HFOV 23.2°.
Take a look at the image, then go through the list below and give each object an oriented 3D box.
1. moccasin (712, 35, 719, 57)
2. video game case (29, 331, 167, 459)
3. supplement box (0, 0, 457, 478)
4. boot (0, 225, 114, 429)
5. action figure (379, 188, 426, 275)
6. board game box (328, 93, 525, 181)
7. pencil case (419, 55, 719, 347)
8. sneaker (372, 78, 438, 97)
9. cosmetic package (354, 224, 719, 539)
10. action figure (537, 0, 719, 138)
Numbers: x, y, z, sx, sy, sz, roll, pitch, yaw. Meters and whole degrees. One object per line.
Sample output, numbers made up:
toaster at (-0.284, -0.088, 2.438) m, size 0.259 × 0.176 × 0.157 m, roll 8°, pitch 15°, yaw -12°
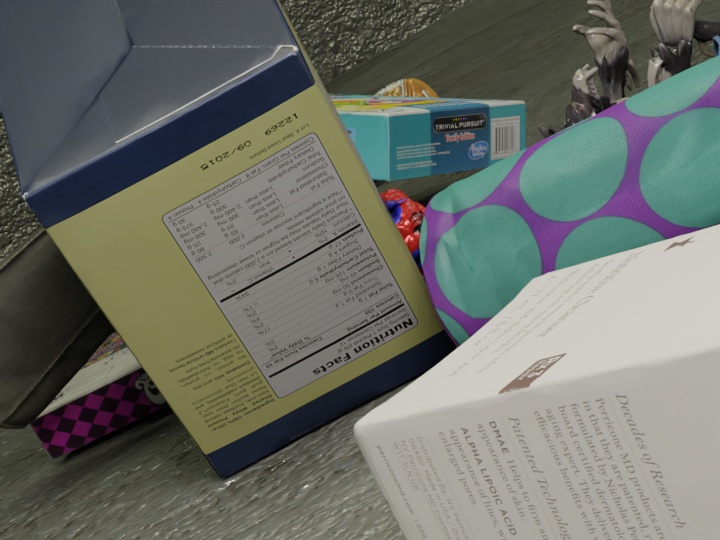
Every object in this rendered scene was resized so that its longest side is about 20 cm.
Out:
moccasin at (0.221, -0.107, 0.917) m, size 0.200 × 0.068 × 0.080 m, roll -30°, pitch 10°, yaw -7°
video game case at (-0.100, 0.041, 1.140) m, size 0.200 × 0.036 × 0.181 m, roll -26°, pitch 10°, yaw 13°
supplement box at (-0.072, -0.050, 0.858) m, size 0.134 × 0.200 × 0.200 m, roll -27°, pitch 40°, yaw 2°
boot at (-0.142, 0.016, 1.037) m, size 0.200 × 0.182 × 0.073 m, roll -55°, pitch 38°, yaw 3°
action figure at (0.000, 0.000, 0.993) m, size 0.200 × 0.065 × 0.099 m, roll -34°, pitch 3°, yaw -27°
board game box at (-0.006, -0.099, 1.256) m, size 0.200 × 0.047 × 0.151 m, roll 8°, pitch 12°, yaw 41°
pencil case at (0.124, -0.031, 0.753) m, size 0.200 × 0.085 × 0.092 m, roll -25°, pitch -28°, yaw 25°
sneaker at (-0.016, -0.094, 1.551) m, size 0.200 × 0.076 × 0.088 m, roll -27°, pitch -7°, yaw -6°
cosmetic package at (0.110, 0.035, 0.465) m, size 0.200 × 0.081 × 0.113 m, roll -20°, pitch 11°, yaw 43°
action figure at (0.173, -0.120, 1.028) m, size 0.200 × 0.102 × 0.119 m, roll -31°, pitch 22°, yaw -24°
